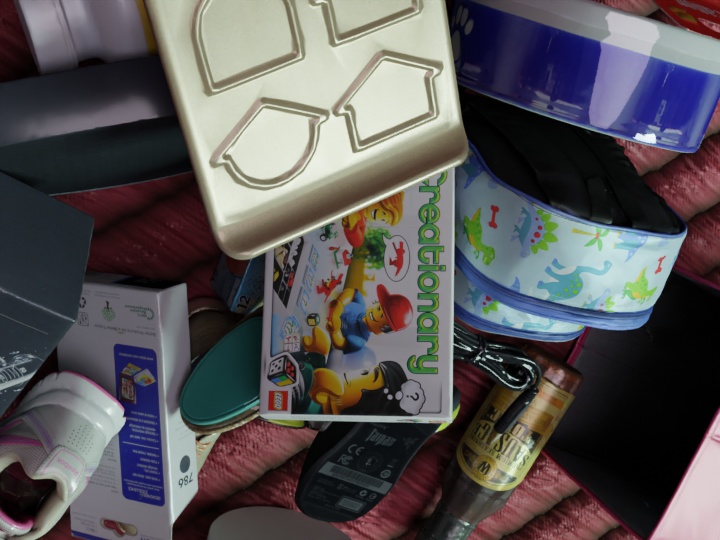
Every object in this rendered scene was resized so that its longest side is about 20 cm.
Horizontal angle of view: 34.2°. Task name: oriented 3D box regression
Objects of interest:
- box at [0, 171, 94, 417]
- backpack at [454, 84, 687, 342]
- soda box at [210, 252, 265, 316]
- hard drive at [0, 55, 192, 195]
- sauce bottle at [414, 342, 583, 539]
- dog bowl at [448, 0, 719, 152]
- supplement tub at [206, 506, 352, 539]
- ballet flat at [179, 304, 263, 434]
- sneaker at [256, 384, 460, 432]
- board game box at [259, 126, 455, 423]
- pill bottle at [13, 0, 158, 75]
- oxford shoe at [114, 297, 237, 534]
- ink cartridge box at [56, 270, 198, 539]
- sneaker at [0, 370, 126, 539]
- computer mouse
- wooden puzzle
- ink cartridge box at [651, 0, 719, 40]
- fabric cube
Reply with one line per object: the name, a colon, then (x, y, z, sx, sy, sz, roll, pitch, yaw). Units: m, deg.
box: (-0.303, 0.012, 0.738, 0.200, 0.104, 0.182, 27, 123, -25)
backpack: (0.132, -0.032, 0.866, 0.183, 0.200, 0.147, 8, 116, -24)
soda box: (-0.041, -0.059, 0.871, 0.068, 0.064, 0.200, 19, 99, -26)
hard drive: (-0.153, -0.096, 0.779, 0.200, 0.135, 0.042, -12, 77, -14)
sauce bottle: (0.115, 0.159, 1.000, 0.066, 0.066, 0.200, 27, 95, -26)
dog bowl: (0.159, -0.152, 0.837, 0.200, 0.200, 0.079, 10, 107, -23)
supplement tub: (-0.080, 0.308, 0.941, 0.132, 0.132, 0.200, 9, 103, -23)
ballet flat: (-0.043, 0.046, 0.834, 0.200, 0.071, 0.065, -43, 154, -2)
sneaker: (-0.004, 0.085, 0.929, 0.200, 0.074, 0.081, 8, 96, -29)
board game box: (0.000, 0.000, 0.785, 0.126, 0.035, 0.200, 0, 79, 6)
pill bottle: (-0.124, -0.193, 0.768, 0.200, 0.112, 0.112, -19, 113, -14)
oxford shoe: (-0.142, 0.122, 0.887, 0.071, 0.074, 0.200, 13, 103, -24)
ink cartridge box: (-0.170, 0.103, 0.850, 0.039, 0.099, 0.200, -21, 115, -60)
sneaker: (-0.253, 0.151, 0.819, 0.081, 0.088, 0.200, 40, 123, -18)
computer mouse: (0.042, 0.113, 0.878, 0.140, 0.046, 0.200, 19, 117, -29)
wooden puzzle: (-0.032, -0.130, 0.710, 0.185, 0.046, 0.200, -25, 120, -20)
ink cartridge box: (0.217, -0.226, 0.815, 0.161, 0.200, 0.050, 3, 129, -42)
fabric cube: (0.302, 0.125, 0.985, 0.199, 0.196, 0.200, 23, 98, -25)
